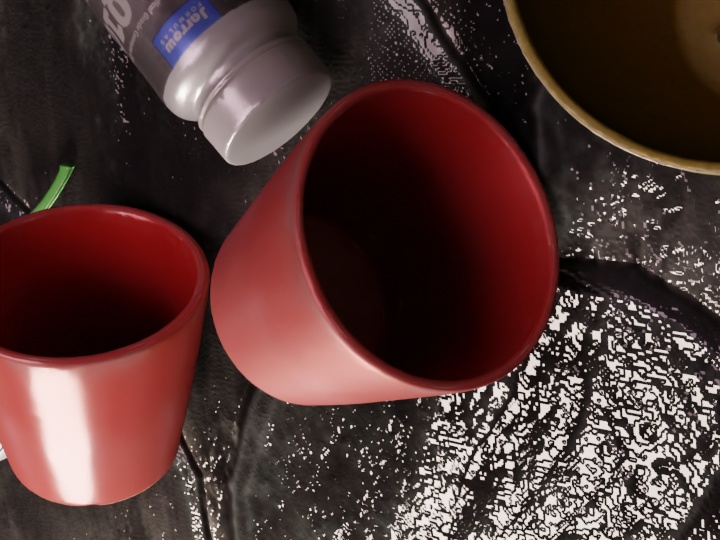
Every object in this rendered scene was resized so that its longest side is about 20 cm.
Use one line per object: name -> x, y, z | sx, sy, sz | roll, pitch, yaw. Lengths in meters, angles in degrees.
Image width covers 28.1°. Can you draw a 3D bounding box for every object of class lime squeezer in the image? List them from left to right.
lime squeezer -> -0.282, -0.005, 1.285 | 0.070, 0.038, 0.202 | 5, 112, 6

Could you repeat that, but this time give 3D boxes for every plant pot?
plant pot -> -0.218, 0.075, 1.146 | 0.199, 0.200, 0.179 | 30, 135, 29
plant pot -> 0.000, 0.000, 0.937 | 0.177, 0.199, 0.202 | -27, 88, 54
plant pot -> 0.173, -0.131, 0.614 | 0.198, 0.142, 0.203 | -2, 84, 23

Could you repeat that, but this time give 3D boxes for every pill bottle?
pill bottle -> -0.115, -0.179, 1.010 | 0.201, 0.113, 0.114 | 51, 132, 14

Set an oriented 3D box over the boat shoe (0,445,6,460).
boat shoe -> -0.357, 0.111, 1.360 | 0.072, 0.071, 0.201 | 38, 128, 23
